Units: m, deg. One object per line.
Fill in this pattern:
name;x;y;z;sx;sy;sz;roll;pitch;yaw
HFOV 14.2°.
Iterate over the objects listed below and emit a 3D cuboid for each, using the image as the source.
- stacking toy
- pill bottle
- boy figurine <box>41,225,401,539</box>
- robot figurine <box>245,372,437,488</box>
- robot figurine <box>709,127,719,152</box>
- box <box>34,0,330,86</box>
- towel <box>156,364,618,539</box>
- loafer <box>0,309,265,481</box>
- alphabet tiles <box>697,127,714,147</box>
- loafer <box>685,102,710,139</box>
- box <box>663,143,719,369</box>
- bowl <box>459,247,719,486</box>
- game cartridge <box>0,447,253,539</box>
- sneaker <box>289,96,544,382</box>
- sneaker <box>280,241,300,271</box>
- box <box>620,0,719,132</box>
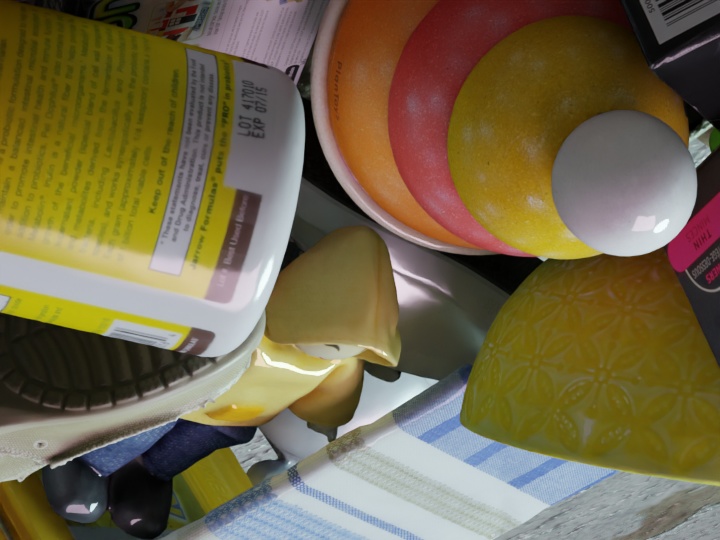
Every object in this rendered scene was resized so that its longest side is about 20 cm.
stacking toy;0.071;-0.047;1.038;0.146;0.146;0.200;-17;-156;-8
pill bottle;-0.128;-0.041;1.028;0.200;0.109;0.109;13;152;-14
boy figurine;-0.047;0.046;1.222;0.124;0.065;0.200;22;141;-37
robot figurine;-0.003;0.055;1.491;0.170;0.113;0.200;-58;165;-11
robot figurine;0.263;-0.056;1.422;0.175;0.116;0.200;3;159;-8
box;-0.062;-0.112;1.081;0.110;0.035;0.200;-14;161;-18
towel;0.005;0.107;1.289;0.200;0.024;0.147;-31;147;22
loafer;-0.128;0.041;1.135;0.200;0.076;0.068;-16;160;10
alphabet tiles;0.273;-0.103;1.495;0.200;0.006;0.166;-26;161;18
loafer;0.088;-0.061;1.278;0.200;0.076;0.068;-33;-179;11
box;0.228;-0.020;1.049;0.200;0.106;0.122;-12;159;-31
bowl;0.144;0.020;1.150;0.200;0.108;0.200;6;-175;-1
game cartridge;-0.124;0.089;1.371;0.032;0.176;0.200;-45;153;23
sneaker;0.000;0.000;1.244;0.085;0.200;0.073;-48;-167;29
sneaker;0.055;-0.044;1.367;0.200;0.071;0.080;-20;180;3
box;0.157;-0.136;1.054;0.124;0.149;0.200;-26;162;15
